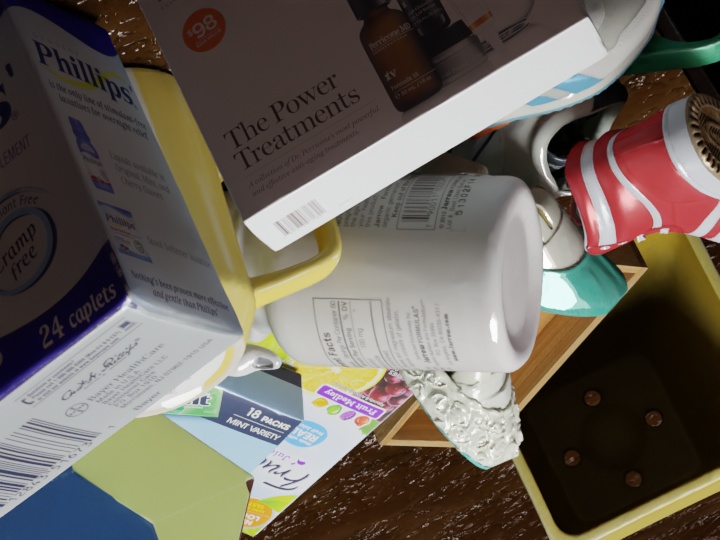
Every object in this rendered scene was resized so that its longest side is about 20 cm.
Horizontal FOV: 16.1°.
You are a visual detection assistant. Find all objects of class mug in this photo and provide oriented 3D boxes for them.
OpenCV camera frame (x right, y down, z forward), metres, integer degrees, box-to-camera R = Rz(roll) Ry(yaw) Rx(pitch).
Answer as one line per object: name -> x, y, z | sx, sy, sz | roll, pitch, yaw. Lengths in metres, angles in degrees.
mug -> -0.115, -0.015, 1.390 | 0.186, 0.154, 0.149 | -29, 155, 4

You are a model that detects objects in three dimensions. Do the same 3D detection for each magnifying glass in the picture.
magnifying glass -> 0.148, -0.132, 1.504 | 0.199, 0.080, 0.022 | -28, 142, -5

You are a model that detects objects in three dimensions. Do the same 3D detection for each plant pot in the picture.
plant pot -> 0.191, 0.104, 1.890 | 0.193, 0.196, 0.200 | -25, 162, -4

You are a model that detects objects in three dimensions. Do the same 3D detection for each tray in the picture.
tray -> 0.095, 0.045, 1.708 | 0.098, 0.037, 0.200 | 4, 139, -37

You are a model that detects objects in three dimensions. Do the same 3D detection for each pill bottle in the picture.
pill bottle -> 0.000, 0.000, 1.496 | 0.199, 0.115, 0.114 | 2, 162, 18

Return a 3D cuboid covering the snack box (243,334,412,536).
snack box -> -0.069, 0.084, 1.685 | 0.142, 0.053, 0.200 | 27, 128, -29

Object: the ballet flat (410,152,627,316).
ballet flat -> 0.078, -0.029, 1.563 | 0.199, 0.068, 0.071 | 19, 137, -4

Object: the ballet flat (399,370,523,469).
ballet flat -> 0.049, 0.041, 1.621 | 0.072, 0.200, 0.072 | -37, -170, 8

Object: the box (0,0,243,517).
box -> -0.186, -0.007, 1.275 | 0.184, 0.201, 0.105 | -36, 152, 20

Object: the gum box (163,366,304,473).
gum box -> -0.160, 0.109, 1.632 | 0.169, 0.045, 0.200 | 25, 129, -27

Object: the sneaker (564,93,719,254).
sneaker -> 0.199, -0.040, 1.542 | 0.112, 0.072, 0.200 | -19, 148, 29

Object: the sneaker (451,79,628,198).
sneaker -> 0.108, -0.071, 1.598 | 0.073, 0.071, 0.200 | -15, 152, -25

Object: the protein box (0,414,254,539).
protein box -> -0.209, 0.154, 1.488 | 0.199, 0.136, 0.198 | -20, 135, 40

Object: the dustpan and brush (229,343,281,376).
dustpan and brush -> -0.146, 0.052, 1.502 | 0.199, 0.057, 0.140 | 11, 138, 20

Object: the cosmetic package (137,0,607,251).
cosmetic package -> 0.003, -0.127, 1.292 | 0.199, 0.151, 0.052 | -31, 154, 7

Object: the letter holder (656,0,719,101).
letter holder -> 0.283, -0.136, 1.615 | 0.142, 0.101, 0.200 | -33, 155, 9

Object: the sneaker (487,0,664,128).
sneaker -> 0.085, -0.133, 1.453 | 0.199, 0.077, 0.081 | -25, 154, -9
